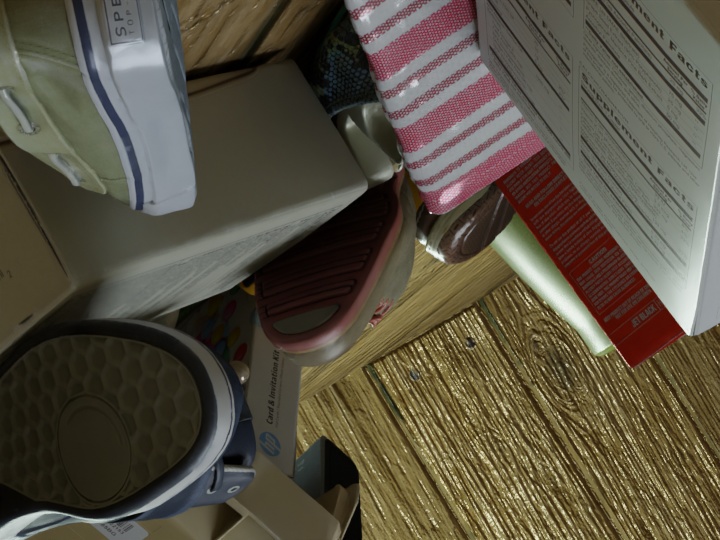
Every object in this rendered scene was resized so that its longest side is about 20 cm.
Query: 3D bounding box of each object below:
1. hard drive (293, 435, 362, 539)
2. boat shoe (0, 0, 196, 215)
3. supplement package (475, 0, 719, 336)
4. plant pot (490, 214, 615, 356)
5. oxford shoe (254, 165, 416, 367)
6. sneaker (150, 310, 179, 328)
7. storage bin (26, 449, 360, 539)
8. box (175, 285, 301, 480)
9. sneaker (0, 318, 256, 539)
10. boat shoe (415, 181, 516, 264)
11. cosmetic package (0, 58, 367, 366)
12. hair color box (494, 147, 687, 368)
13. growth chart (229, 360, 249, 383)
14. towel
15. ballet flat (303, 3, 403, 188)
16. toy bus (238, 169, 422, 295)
[{"bbox_3d":[-0.080,0.192,1.024,0.200,0.033,0.140,-44,-165,12],"label":"hard drive"},{"bbox_3d":[-0.088,-0.063,0.603,0.062,0.072,0.200,-6,168,-3],"label":"boat shoe"},{"bbox_3d":[0.137,-0.109,0.637,0.152,0.151,0.200,-31,156,-8],"label":"supplement package"},{"bbox_3d":[0.167,-0.053,1.281,0.200,0.193,0.200,-31,175,-3],"label":"plant pot"},{"bbox_3d":[0.000,0.000,0.914,0.070,0.075,0.200,-12,-155,18],"label":"oxford shoe"},{"bbox_3d":[-0.155,0.040,1.078,0.200,0.078,0.099,-43,-171,44],"label":"sneaker"},{"bbox_3d":[-0.137,0.107,0.937,0.198,0.200,0.094,-36,-162,37],"label":"storage bin"},{"bbox_3d":[-0.090,0.066,1.080,0.156,0.041,0.200,-39,-146,38],"label":"box"},{"bbox_3d":[-0.079,0.059,0.749,0.146,0.077,0.202,-8,171,-44],"label":"sneaker"},{"bbox_3d":[0.072,-0.077,1.049,0.202,0.075,0.075,-45,164,-46],"label":"boat shoe"},{"bbox_3d":[-0.099,-0.021,0.778,0.103,0.073,0.200,-35,174,34],"label":"cosmetic package"},{"bbox_3d":[0.126,-0.059,0.969,0.101,0.200,0.061,-25,167,-44],"label":"hair color box"},{"bbox_3d":[-0.172,0.072,1.018,0.200,0.145,0.018,-40,-148,41],"label":"growth chart"},{"bbox_3d":[0.064,-0.114,0.752,0.146,0.030,0.200,-34,148,-5],"label":"towel"},{"bbox_3d":[-0.002,-0.073,0.876,0.074,0.074,0.200,-29,174,-19],"label":"ballet flat"},{"bbox_3d":[0.007,-0.047,1.072,0.200,0.078,0.065,-26,171,-44],"label":"toy bus"}]
